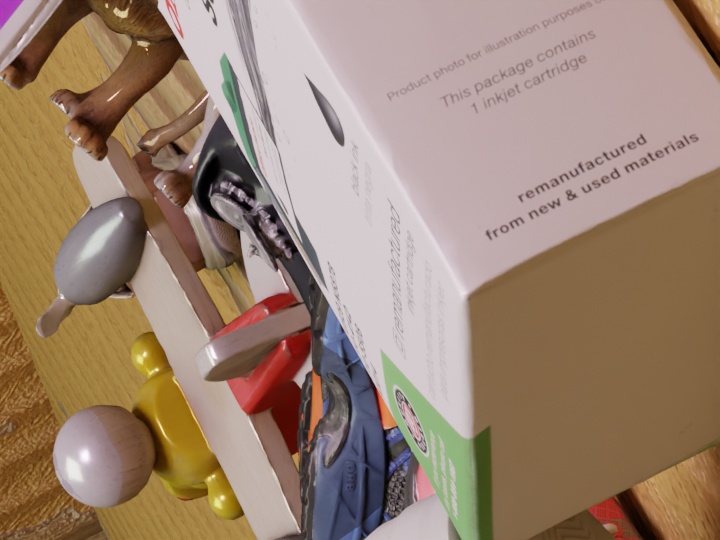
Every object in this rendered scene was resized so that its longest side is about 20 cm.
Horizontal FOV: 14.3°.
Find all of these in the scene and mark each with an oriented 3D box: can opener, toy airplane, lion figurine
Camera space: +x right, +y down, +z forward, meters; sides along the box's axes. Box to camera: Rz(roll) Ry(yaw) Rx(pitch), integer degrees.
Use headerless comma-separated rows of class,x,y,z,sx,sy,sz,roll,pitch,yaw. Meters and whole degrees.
can opener,0.000,0.000,1.011,0.063,0.079,0.200,33,158,41
toy airplane,-0.066,0.059,1.246,0.200,0.140,0.200,51,162,55
lion figurine,-0.060,-0.094,1.015,0.072,0.123,0.200,41,-179,5

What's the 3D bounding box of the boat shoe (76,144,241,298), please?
boat shoe,-0.116,-0.023,1.494,0.076,0.071,0.200,65,170,-2

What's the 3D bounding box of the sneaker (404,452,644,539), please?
sneaker,0.087,0.121,0.870,0.201,0.073,0.087,58,156,10

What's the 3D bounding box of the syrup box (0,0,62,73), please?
syrup box,-0.177,-0.150,0.906,0.200,0.082,0.079,37,-165,-20

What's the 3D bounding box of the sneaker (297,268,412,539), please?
sneaker,0.021,0.020,0.930,0.076,0.078,0.201,-95,7,-50

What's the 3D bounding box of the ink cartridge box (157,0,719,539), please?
ink cartridge box,0.016,-0.052,0.727,0.201,0.084,0.146,59,168,28

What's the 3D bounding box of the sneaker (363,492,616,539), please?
sneaker,0.060,0.148,0.807,0.200,0.074,0.115,50,136,-8
